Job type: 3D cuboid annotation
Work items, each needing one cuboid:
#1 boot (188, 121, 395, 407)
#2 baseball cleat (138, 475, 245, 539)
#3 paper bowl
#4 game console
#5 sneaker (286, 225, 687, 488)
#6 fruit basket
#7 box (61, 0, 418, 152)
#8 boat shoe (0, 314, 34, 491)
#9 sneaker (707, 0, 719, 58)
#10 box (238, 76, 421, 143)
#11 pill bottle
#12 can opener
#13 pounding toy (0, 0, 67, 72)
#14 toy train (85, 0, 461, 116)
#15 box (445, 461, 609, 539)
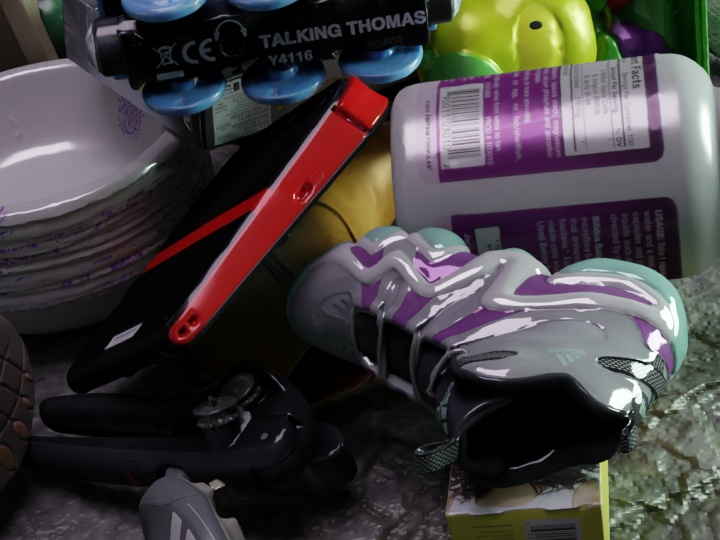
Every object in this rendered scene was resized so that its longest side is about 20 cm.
[{"bbox_3d":[-0.001,0.000,1.094,0.201,0.071,0.144,-41,34,-21],"label":"boot"},{"bbox_3d":[-0.082,0.161,0.870,0.106,0.070,0.200,-21,32,-16],"label":"baseball cleat"},{"bbox_3d":[-0.183,-0.039,1.191,0.199,0.105,0.201,-9,31,6],"label":"paper bowl"},{"bbox_3d":[-0.070,-0.013,1.030,0.177,0.031,0.200,-55,12,-21],"label":"game console"},{"bbox_3d":[0.039,0.047,0.908,0.198,0.078,0.140,2,34,24],"label":"sneaker"},{"bbox_3d":[0.121,-0.139,1.151,0.154,0.217,0.216,-1,33,18],"label":"fruit basket"},{"bbox_3d":[-0.055,-0.147,1.196,0.199,0.049,0.158,-22,36,-31],"label":"box"},{"bbox_3d":[-0.224,0.100,0.992,0.073,0.075,0.201,-6,42,23],"label":"boat shoe"},{"bbox_3d":[0.265,-0.136,1.221,0.088,0.076,0.199,-33,37,-30],"label":"sneaker"},{"bbox_3d":[0.012,-0.132,1.298,0.199,0.079,0.141,17,45,39],"label":"box"},{"bbox_3d":[0.120,-0.048,1.000,0.198,0.113,0.113,-5,32,9],"label":"pill bottle"},{"bbox_3d":[-0.099,0.087,1.001,0.199,0.079,0.064,-3,34,33],"label":"can opener"},{"bbox_3d":[-0.241,-0.150,1.338,0.198,0.185,0.143,-14,31,12],"label":"pounding toy"},{"bbox_3d":[-0.048,-0.146,1.066,0.198,0.087,0.115,-9,38,0],"label":"toy train"},{"bbox_3d":[0.085,0.071,0.977,0.075,0.050,0.201,-6,31,9],"label":"box"}]
